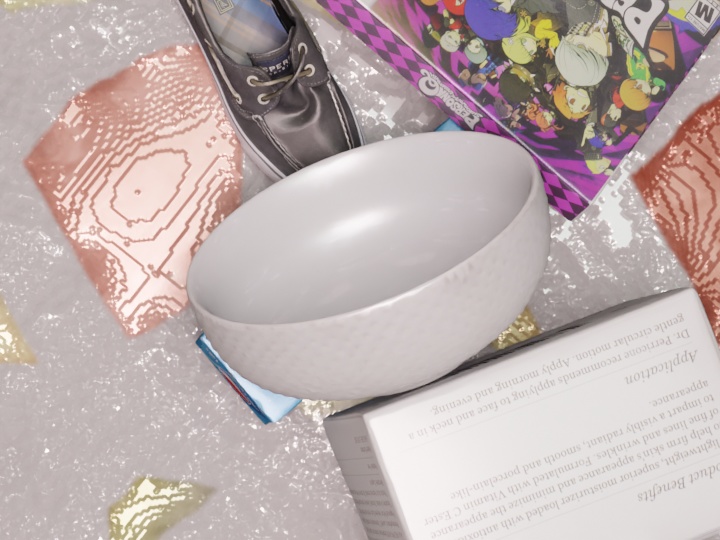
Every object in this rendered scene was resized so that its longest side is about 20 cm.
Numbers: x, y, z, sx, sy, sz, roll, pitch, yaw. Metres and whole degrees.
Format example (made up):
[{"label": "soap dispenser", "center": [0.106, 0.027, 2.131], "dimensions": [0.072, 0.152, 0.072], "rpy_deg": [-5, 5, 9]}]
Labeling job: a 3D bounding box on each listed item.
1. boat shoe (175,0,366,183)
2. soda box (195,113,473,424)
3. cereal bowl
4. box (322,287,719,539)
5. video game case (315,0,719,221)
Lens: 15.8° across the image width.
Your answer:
[{"label": "boat shoe", "center": [-0.055, -0.129, 1.511], "dimensions": [0.070, 0.066, 0.201], "rpy_deg": [-27, 91, -8]}, {"label": "soda box", "center": [0.000, 0.000, 1.514], "dimensions": [0.200, 0.064, 0.068], "rpy_deg": [-41, 91, -8]}, {"label": "cereal bowl", "center": [0.012, 0.009, 1.398], "dimensions": [0.200, 0.200, 0.084], "rpy_deg": [-25, 115, -8]}, {"label": "box", "center": [0.100, 0.107, 1.456], "dimensions": [0.198, 0.200, 0.131], "rpy_deg": [-20, 89, -8]}, {"label": "video game case", "center": [0.100, -0.158, 1.520], "dimensions": [0.200, 0.036, 0.181], "rpy_deg": [41, 62, -4]}]
